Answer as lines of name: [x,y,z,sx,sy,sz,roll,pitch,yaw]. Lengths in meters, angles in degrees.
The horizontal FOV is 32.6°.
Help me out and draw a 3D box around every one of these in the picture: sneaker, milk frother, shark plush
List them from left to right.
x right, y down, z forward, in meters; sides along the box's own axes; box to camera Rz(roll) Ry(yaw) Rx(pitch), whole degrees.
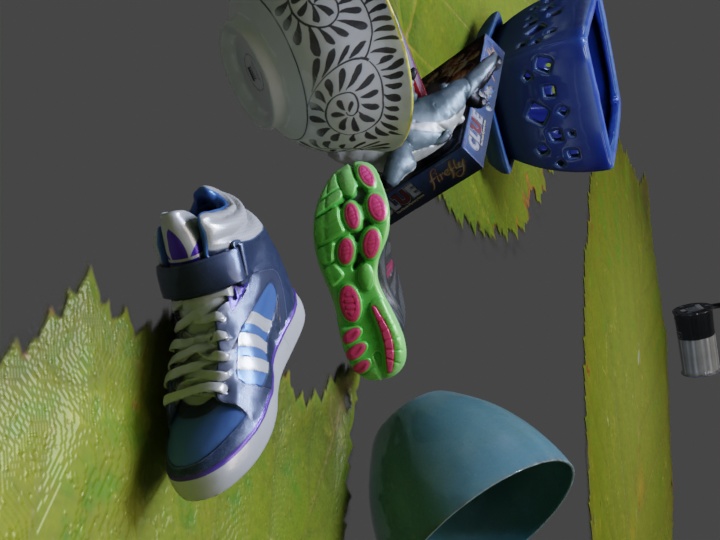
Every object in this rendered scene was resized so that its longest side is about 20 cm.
sneaker: [-0.111,0.035,0.832,0.147,0.080,0.201,59,34,-31]
sneaker: [0.000,0.000,1.150,0.084,0.076,0.203,-67,152,-83]
shark plush: [0.057,-0.153,1.182,0.084,0.198,0.091,63,-3,-21]
milk frother: [1.008,0.184,3.533,0.181,0.197,0.191,-45,126,-69]

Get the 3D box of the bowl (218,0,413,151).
bowl: [-0.051,-0.169,0.969,0.201,0.093,0.202,51,-22,30]

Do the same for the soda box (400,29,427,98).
soda box: [0.010,-0.216,1.207,0.201,0.069,0.064,62,12,-45]

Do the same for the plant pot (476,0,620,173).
plant pot: [0.250,-0.256,1.689,0.201,0.177,0.202,-66,143,-52]

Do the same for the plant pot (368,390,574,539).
plant pot: [0.084,0.195,1.169,0.135,0.200,0.200,53,6,30]

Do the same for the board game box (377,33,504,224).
board game box: [0.082,-0.150,1.298,0.035,0.135,0.201,41,39,-23]
